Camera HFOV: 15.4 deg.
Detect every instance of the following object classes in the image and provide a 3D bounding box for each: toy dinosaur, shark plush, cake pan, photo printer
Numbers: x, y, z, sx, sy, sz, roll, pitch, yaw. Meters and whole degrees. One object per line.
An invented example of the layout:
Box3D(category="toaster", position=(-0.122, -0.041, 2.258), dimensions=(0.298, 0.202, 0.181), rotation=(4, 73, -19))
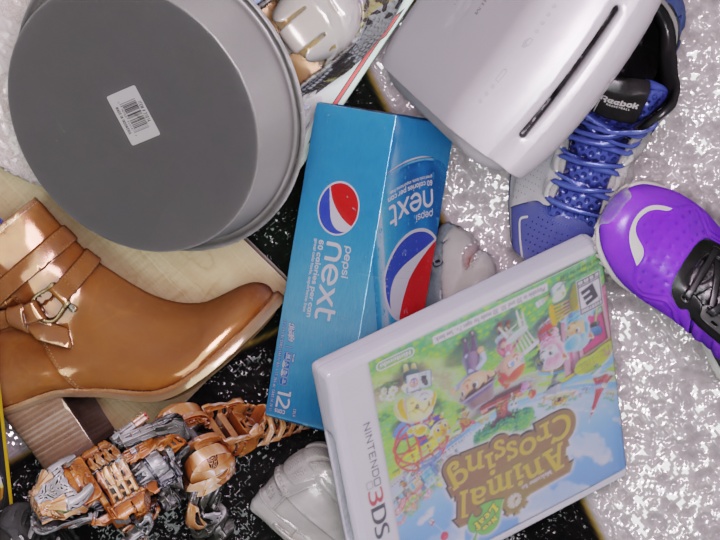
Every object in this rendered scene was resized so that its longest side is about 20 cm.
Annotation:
Box3D(category="toy dinosaur", position=(-0.113, 0.130, 1.659), dimensions=(0.199, 0.102, 0.136), rotation=(-2, 142, -16))
Box3D(category="shark plush", position=(0.038, 0.070, 1.708), dimensions=(0.083, 0.091, 0.200), rotation=(38, 121, 17))
Box3D(category="cake pan", position=(-0.130, -0.097, 1.596), dimensions=(0.200, 0.037, 0.201), rotation=(12, 118, 22))
Box3D(category="photo printer", position=(0.099, -0.146, 1.578), dimensions=(0.069, 0.200, 0.167), rotation=(33, 98, -23))

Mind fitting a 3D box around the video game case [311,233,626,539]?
Box3D(category="video game case", position=(0.072, 0.093, 1.630), dimensions=(0.200, 0.022, 0.182), rotation=(-25, 126, -22))

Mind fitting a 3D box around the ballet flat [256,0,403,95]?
Box3D(category="ballet flat", position=(-0.052, -0.132, 1.633), dimensions=(0.200, 0.072, 0.072), rotation=(-36, 95, 8))

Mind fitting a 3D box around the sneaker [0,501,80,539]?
Box3D(category="sneaker", position=(-0.211, 0.231, 1.698), dimensions=(0.079, 0.074, 0.200), rotation=(3, 128, 13))

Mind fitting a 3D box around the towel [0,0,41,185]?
Box3D(category="towel", position=(-0.253, -0.149, 1.681), dimensions=(0.200, 0.034, 0.133), rotation=(25, 98, 6))

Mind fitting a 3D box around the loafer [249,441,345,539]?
Box3D(category="loafer", position=(0.011, 0.195, 1.700), dimensions=(0.070, 0.070, 0.200), rotation=(-37, 107, 13))

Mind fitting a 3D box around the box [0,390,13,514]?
Box3D(category="box", position=(-0.304, 0.068, 1.687), dimensions=(0.159, 0.049, 0.201), rotation=(1, 100, 33))

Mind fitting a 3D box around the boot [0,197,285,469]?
Box3D(category="boot", position=(-0.163, 0.018, 1.677), dimensions=(0.200, 0.074, 0.155), rotation=(-31, 92, 6))

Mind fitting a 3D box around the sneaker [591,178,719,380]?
Box3D(category="sneaker", position=(0.229, 0.018, 1.614), dimensions=(0.200, 0.099, 0.070), rotation=(41, 81, -31))

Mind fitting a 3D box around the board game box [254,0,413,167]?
Box3D(category="board game box", position=(-0.042, -0.176, 1.674), dimensions=(0.134, 0.029, 0.200), rotation=(33, 100, -2))

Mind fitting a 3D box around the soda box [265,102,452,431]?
Box3D(category="soda box", position=(0.000, 0.000, 1.657), dimensions=(0.068, 0.064, 0.201), rotation=(12, 95, 39))

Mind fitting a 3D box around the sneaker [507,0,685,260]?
Box3D(category="sneaker", position=(0.144, -0.089, 1.631), dimensions=(0.080, 0.115, 0.200), rotation=(19, 100, 2))

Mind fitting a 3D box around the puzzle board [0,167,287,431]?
Box3D(category="puzzle board", position=(-0.163, -0.006, 1.715), dimensions=(0.200, 0.017, 0.151), rotation=(44, 100, -3))
